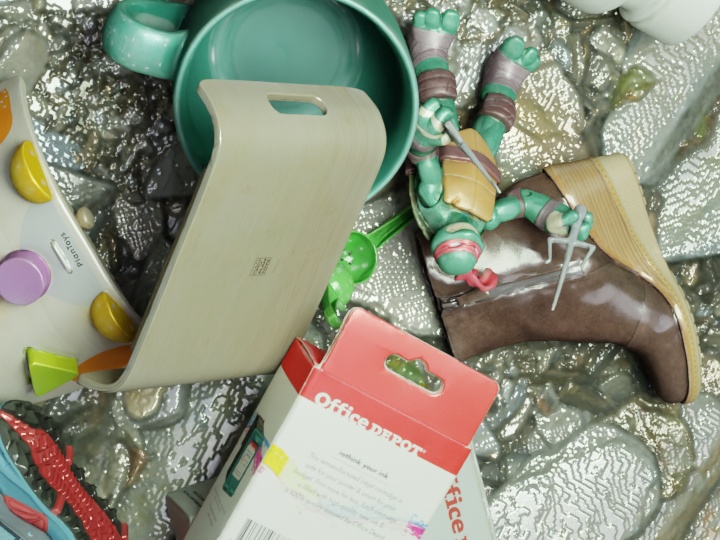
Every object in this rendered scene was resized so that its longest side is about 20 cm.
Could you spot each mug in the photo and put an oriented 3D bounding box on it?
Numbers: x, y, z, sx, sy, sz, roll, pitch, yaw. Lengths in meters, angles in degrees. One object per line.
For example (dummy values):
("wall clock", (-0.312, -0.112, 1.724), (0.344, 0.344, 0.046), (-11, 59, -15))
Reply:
("mug", (-0.053, -0.133, 1.131), (0.151, 0.115, 0.185), (-35, 114, 11))

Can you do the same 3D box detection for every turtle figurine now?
("turtle figurine", (0.073, -0.069, 1.176), (0.149, 0.100, 0.202), (30, 47, -39))

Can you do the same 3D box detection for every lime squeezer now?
("lime squeezer", (0.000, 0.000, 1.188), (0.200, 0.070, 0.038), (-49, 126, -53))

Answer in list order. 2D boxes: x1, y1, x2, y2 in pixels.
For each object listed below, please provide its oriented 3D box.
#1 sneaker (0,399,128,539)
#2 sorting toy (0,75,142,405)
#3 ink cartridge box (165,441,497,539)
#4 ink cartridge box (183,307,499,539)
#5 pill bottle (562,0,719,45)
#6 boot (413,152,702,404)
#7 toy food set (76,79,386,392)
("sneaker", (-0.210, 0.172, 1.154), (0.095, 0.080, 0.201), (-17, 116, 17))
("sorting toy", (-0.241, 0.016, 1.118), (0.179, 0.107, 0.201), (-28, 105, 5))
("ink cartridge box", (-0.013, 0.192, 1.208), (0.198, 0.083, 0.148), (-17, 100, -16))
("ink cartridge box", (-0.014, 0.124, 1.106), (0.115, 0.067, 0.201), (28, 96, -18))
("pill bottle", (0.153, -0.239, 1.209), (0.199, 0.114, 0.115), (29, 86, -20))
("boot", (0.140, 0.029, 1.269), (0.165, 0.072, 0.202), (-24, 104, -4))
("toy food set", (-0.078, -0.018, 1.064), (0.143, 0.060, 0.201), (-3, 123, -50))
